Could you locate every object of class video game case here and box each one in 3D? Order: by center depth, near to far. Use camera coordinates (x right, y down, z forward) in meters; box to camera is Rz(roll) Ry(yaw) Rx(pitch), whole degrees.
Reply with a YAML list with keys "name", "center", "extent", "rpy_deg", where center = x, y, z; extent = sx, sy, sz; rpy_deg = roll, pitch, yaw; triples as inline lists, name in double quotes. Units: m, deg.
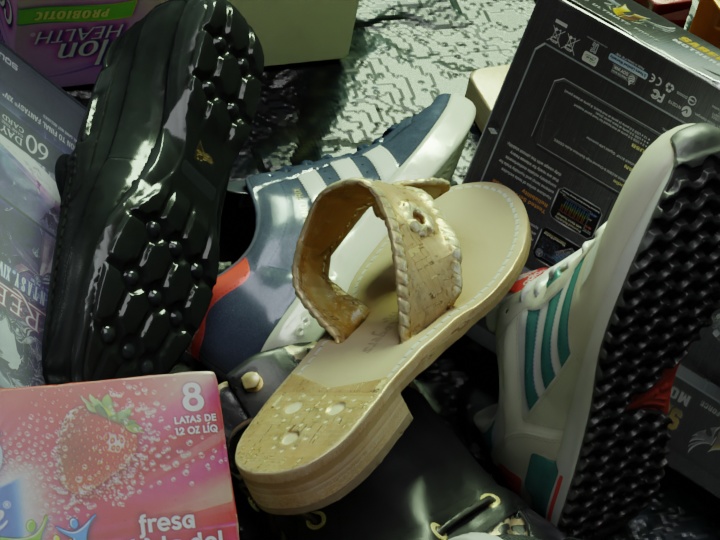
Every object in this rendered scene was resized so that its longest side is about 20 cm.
- name: "video game case"
  center: [-0.136, -0.006, 0.941]
  extent: [0.143, 0.019, 0.201]
  rpy_deg: [39, 32, -33]

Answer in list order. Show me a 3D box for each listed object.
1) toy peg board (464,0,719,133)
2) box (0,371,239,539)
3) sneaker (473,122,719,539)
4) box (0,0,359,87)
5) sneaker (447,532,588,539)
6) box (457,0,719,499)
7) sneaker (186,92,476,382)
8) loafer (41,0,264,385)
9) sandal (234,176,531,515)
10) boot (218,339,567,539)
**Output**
- name: "toy peg board"
  center: [0.183, -0.066, 1.078]
  extent: [0.198, 0.098, 0.201]
  rpy_deg: [-10, 49, -21]
- name: "box"
  center: [-0.143, 0.096, 0.727]
  extent: [0.198, 0.100, 0.096]
  rpy_deg: [-5, 74, -16]
- name: "sneaker"
  center: [0.088, 0.015, 0.908]
  extent: [0.070, 0.201, 0.093]
  rpy_deg: [-18, 46, -34]
- name: "box"
  center: [-0.086, -0.197, 1.071]
  extent: [0.174, 0.201, 0.097]
  rpy_deg: [-8, 48, -20]
- name: "sneaker"
  center: [0.090, 0.190, 0.798]
  extent: [0.111, 0.073, 0.202]
  rpy_deg: [3, 72, -33]
- name: "box"
  center: [0.137, -0.008, 0.958]
  extent: [0.199, 0.159, 0.048]
  rpy_deg: [32, 26, 23]
- name: "sneaker"
  center: [-0.019, -0.027, 1.008]
  extent: [0.084, 0.075, 0.200]
  rpy_deg: [28, 46, 11]
- name: "loafer"
  center: [-0.094, -0.027, 0.944]
  extent: [0.070, 0.068, 0.202]
  rpy_deg: [-11, 50, 34]
- name: "sandal"
  center: [0.005, -0.001, 0.881]
  extent: [0.077, 0.070, 0.212]
  rpy_deg: [-6, 33, 32]
- name: "boot"
  center: [-0.020, 0.107, 0.877]
  extent: [0.199, 0.074, 0.151]
  rpy_deg: [-19, 53, -31]
